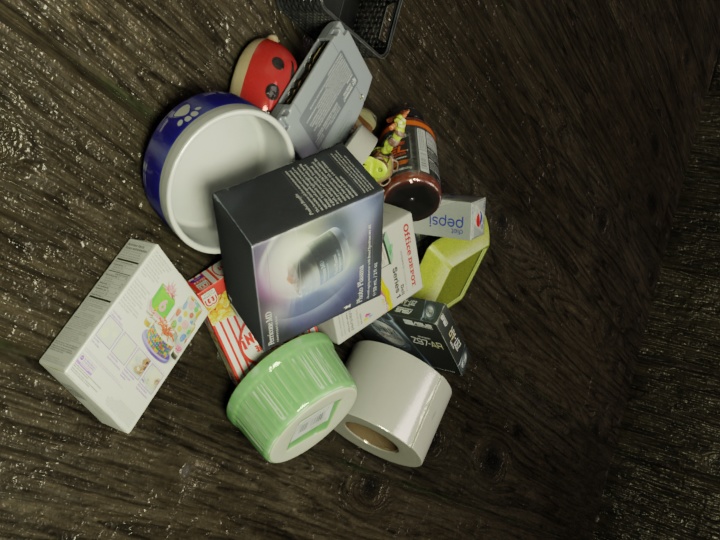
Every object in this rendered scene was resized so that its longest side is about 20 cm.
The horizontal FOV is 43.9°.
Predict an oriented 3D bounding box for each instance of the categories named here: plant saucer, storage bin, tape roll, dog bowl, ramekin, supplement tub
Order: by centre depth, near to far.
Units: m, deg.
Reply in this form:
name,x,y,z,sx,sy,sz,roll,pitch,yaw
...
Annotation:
name,x,y,z,sx,sy,sz,roll,pitch,yaw
dog bowl,-0.187,-0.130,1.192,0.197,0.078,0.204,-24,131,-30
tape roll,-0.049,-0.133,1.363,0.037,0.202,0.204,38,60,-9
ramekin,-0.098,0.200,1.366,0.198,0.098,0.201,-34,156,-17
storage bin,-0.028,-0.428,1.384,0.199,0.092,0.138,24,80,-54
supplement tub,0.083,-0.190,1.552,0.108,0.105,0.203,57,23,-46
tape roll,0.047,0.236,1.582,0.141,0.199,0.204,-62,142,-23
plant saucer,0.165,0.012,1.677,0.198,0.048,0.203,-28,148,-47

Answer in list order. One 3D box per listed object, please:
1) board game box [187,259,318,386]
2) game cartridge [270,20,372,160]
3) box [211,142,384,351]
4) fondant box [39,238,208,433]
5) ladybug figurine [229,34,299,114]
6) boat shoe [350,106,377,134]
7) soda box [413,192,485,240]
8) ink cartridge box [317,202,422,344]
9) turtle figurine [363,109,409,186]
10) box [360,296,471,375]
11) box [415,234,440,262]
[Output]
name,x,y,z,sx,sy,sz,roll,pitch,yaw
board game box,-0.155,0.063,1.332,0.150,0.046,0.203,-34,128,-19
game cartridge,-0.054,-0.246,1.317,0.202,0.040,0.134,-61,139,-22
box,-0.078,-0.029,1.198,0.195,0.124,0.203,-24,140,-21
fondant box,-0.300,0.084,1.160,0.202,0.057,0.145,-58,141,-26
ladybug figurine,-0.131,-0.239,1.303,0.135,0.071,0.205,-9,106,-54
boat shoe,-0.039,-0.246,1.436,0.199,0.075,0.075,25,82,-54
soda box,0.123,-0.103,1.596,0.063,0.196,0.070,-22,117,-54
ink cartridge box,0.000,0.000,1.442,0.198,0.083,0.148,-31,124,-32
turtle figurine,0.021,-0.159,1.442,0.064,0.200,0.162,38,26,-9
box,0.085,0.107,1.601,0.044,0.197,0.161,-59,141,-27
box,0.132,-0.034,1.761,0.199,0.050,0.161,-28,122,-49
